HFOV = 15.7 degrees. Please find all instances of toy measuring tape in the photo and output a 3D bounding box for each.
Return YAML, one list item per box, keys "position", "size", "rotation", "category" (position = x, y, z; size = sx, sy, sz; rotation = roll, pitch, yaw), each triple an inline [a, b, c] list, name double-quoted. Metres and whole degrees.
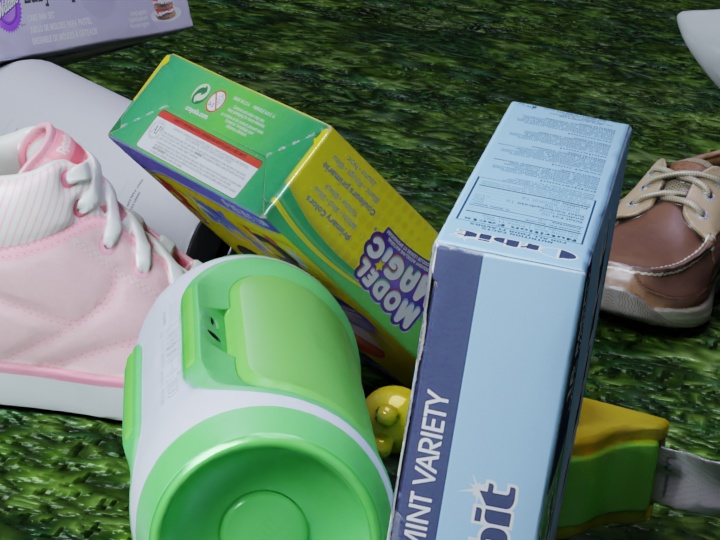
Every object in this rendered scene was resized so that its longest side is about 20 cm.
- position: [0.089, 0.076, 0.921]
  size: [0.199, 0.074, 0.074]
  rotation: [14, 16, 19]
  category: "toy measuring tape"

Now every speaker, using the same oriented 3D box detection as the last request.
- position: [-0.036, 0.056, 0.888]
  size: [0.088, 0.089, 0.200]
  rotation: [7, 15, -6]
  category: "speaker"
- position: [-0.102, -0.032, 1.174]
  size: [0.081, 0.082, 0.200]
  rotation: [-4, 19, -39]
  category: "speaker"

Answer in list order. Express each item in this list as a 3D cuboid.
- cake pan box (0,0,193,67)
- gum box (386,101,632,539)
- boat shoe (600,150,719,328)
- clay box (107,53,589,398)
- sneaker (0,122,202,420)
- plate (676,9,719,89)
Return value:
- position: [-0.211, -0.116, 1.333]
  size: [0.183, 0.053, 0.200]
  rotation: [-16, 2, 27]
  category: "cake pan box"
- position: [0.041, 0.053, 0.783]
  size: [0.044, 0.171, 0.200]
  rotation: [11, 15, 7]
  category: "gum box"
- position: [0.153, -0.021, 1.297]
  size: [0.075, 0.072, 0.200]
  rotation: [14, 16, 19]
  category: "boat shoe"
- position: [0.000, 0.000, 1.047]
  size: [0.115, 0.048, 0.200]
  rotation: [28, -13, 50]
  category: "clay box"
- position: [-0.092, 0.000, 1.022]
  size: [0.199, 0.105, 0.075]
  rotation: [6, 14, -14]
  category: "sneaker"
- position: [0.286, -0.068, 1.387]
  size: [0.199, 0.032, 0.200]
  rotation: [3, -32, 48]
  category: "plate"
